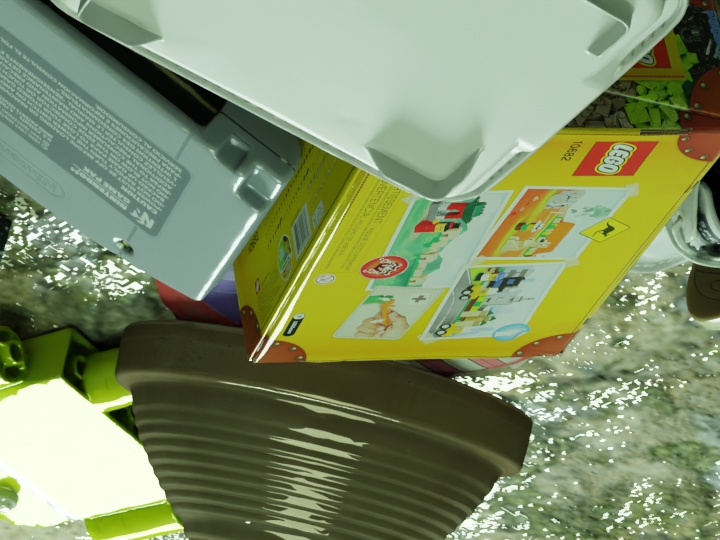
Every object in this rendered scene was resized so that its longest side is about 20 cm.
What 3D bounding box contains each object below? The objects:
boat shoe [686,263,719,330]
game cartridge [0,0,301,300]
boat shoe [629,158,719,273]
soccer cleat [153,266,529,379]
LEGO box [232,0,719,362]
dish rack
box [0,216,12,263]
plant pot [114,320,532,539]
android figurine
[{"bbox_3d":[0.226,-0.015,1.112,0.199,0.072,0.065,-29,129,36],"label":"boat shoe"},{"bbox_3d":[-0.123,-0.075,1.085,0.200,0.041,0.133,38,147,-1],"label":"game cartridge"},{"bbox_3d":[0.153,-0.039,1.094,0.072,0.069,0.200,26,144,-22],"label":"boat shoe"},{"bbox_3d":[0.000,0.000,1.202,0.198,0.067,0.077,7,142,10],"label":"soccer cleat"},{"bbox_3d":[0.044,-0.040,1.072,0.148,0.078,0.200,-1,152,-20],"label":"LEGO box"},{"bbox_3d":[-0.001,-0.096,0.864,0.199,0.044,0.172,26,139,-20],"label":"dish rack"},{"bbox_3d":[-0.269,0.003,1.210,0.199,0.137,0.038,23,143,-18],"label":"box"},{"bbox_3d":[-0.024,0.093,1.253,0.199,0.093,0.201,12,169,2],"label":"plant pot"},{"bbox_3d":[-0.165,0.089,1.397,0.199,0.041,0.182,-15,139,30],"label":"android figurine"}]
